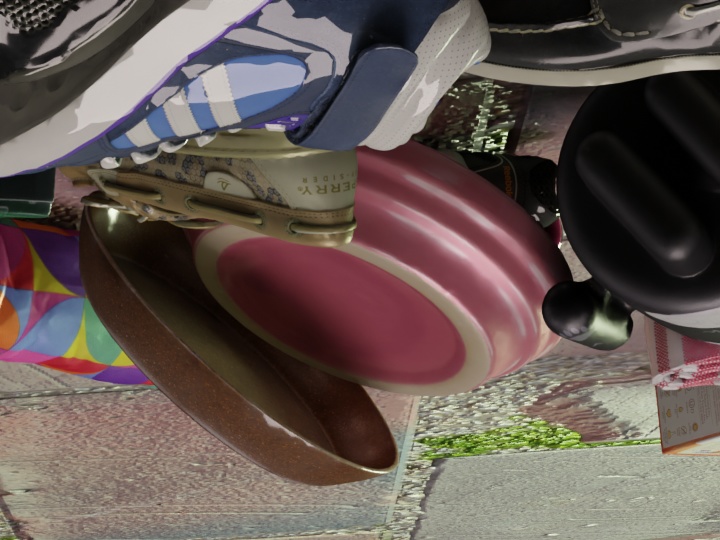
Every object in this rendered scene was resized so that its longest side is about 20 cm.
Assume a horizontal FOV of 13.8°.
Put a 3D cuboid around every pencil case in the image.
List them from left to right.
[{"bbox_3d":[-0.149,0.019,1.554,0.088,0.088,0.200,-16,161,39],"label":"pencil case"}]

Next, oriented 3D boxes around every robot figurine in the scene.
[{"bbox_3d":[0.157,-0.033,1.343,0.150,0.125,0.200,-6,170,17],"label":"robot figurine"}]

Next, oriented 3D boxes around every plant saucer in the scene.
[{"bbox_3d":[-0.066,0.039,1.459,0.034,0.200,0.200,-48,152,12],"label":"plant saucer"},{"bbox_3d":[0.000,0.000,1.405,0.200,0.051,0.201,19,155,9],"label":"plant saucer"}]

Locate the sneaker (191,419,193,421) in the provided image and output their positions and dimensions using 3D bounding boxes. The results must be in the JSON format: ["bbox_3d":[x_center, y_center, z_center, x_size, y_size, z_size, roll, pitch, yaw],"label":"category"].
[{"bbox_3d":[-0.035,0.046,1.708,0.085,0.075,0.200,7,163,-24],"label":"sneaker"}]

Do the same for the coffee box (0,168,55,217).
[{"bbox_3d":[-0.222,-0.047,1.244,0.123,0.044,0.200,4,179,-29],"label":"coffee box"}]

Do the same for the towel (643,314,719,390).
[{"bbox_3d":[0.235,-0.011,1.454,0.200,0.146,0.030,-6,134,7],"label":"towel"}]

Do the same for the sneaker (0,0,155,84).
[{"bbox_3d":[-0.169,-0.107,1.044,0.199,0.076,0.114,-3,174,19],"label":"sneaker"}]

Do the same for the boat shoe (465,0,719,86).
[{"bbox_3d":[0.118,-0.114,1.157,0.200,0.072,0.068,-2,128,11],"label":"boat shoe"}]

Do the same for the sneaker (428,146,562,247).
[{"bbox_3d":[0.058,-0.008,1.514,0.086,0.080,0.200,-4,167,-7],"label":"sneaker"}]

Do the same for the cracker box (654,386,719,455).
[{"bbox_3d":[0.310,0.080,1.989,0.134,0.058,0.200,4,165,-34],"label":"cracker box"}]

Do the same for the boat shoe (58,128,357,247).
[{"bbox_3d":[-0.072,-0.041,1.295,0.073,0.063,0.200,-12,-172,-33],"label":"boat shoe"}]

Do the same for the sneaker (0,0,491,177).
[{"bbox_3d":[-0.046,-0.068,1.139,0.200,0.081,0.146,-31,137,31],"label":"sneaker"}]
